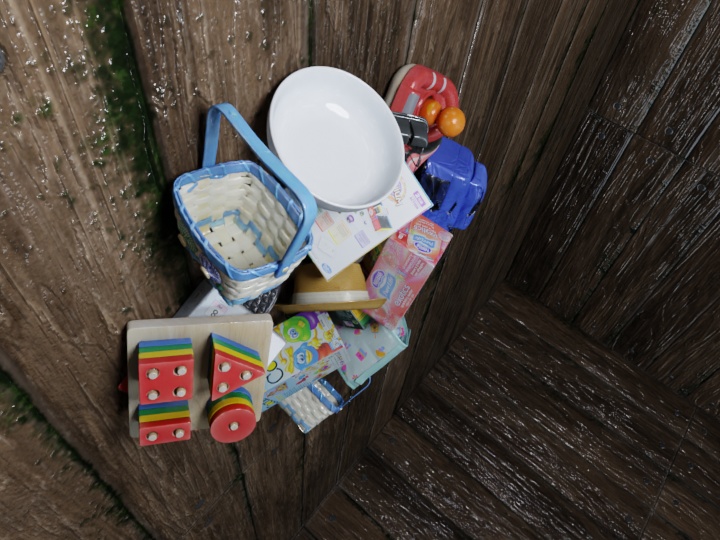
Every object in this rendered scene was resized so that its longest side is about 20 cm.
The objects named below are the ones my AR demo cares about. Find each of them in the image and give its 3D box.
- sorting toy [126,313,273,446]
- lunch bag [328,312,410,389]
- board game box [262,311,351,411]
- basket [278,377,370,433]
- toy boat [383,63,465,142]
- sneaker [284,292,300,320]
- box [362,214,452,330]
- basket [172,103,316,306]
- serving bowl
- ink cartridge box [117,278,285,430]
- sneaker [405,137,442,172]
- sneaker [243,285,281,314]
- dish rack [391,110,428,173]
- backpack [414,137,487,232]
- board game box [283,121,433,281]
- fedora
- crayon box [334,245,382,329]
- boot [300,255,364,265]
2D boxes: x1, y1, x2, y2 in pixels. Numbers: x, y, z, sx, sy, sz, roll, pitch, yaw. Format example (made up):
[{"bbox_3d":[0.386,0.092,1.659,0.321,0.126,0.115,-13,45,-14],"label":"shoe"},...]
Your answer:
[{"bbox_3d":[-0.227,0.168,0.792,0.195,0.070,0.203,-1,122,-23],"label":"sorting toy"},{"bbox_3d":[0.013,0.133,1.202,0.170,0.202,0.121,-40,137,20],"label":"lunch bag"},{"bbox_3d":[-0.131,0.163,1.045,0.198,0.104,0.105,-28,156,-7],"label":"board game box"},{"bbox_3d":[-0.098,0.252,1.278,0.200,0.177,0.139,-43,176,6],"label":"basket"},{"bbox_3d":[0.130,-0.283,0.995,0.199,0.130,0.132,-18,136,-59],"label":"toy boat"},{"bbox_3d":[-0.088,0.044,1.130,0.090,0.067,0.200,-49,173,34],"label":"sneaker"},{"bbox_3d":[0.075,0.002,1.018,0.103,0.094,0.201,-53,172,-43],"label":"box"},{"bbox_3d":[-0.133,-0.065,0.651,0.138,0.177,0.201,-24,154,-42],"label":"basket"},{"bbox_3d":[-0.039,-0.167,0.746,0.200,0.201,0.066,-41,-173,-34],"label":"serving bowl"},{"bbox_3d":[-0.232,0.139,0.835,0.163,0.057,0.201,44,76,-36],"label":"ink cartridge box"},{"bbox_3d":[0.084,-0.221,1.114,0.200,0.074,0.087,-43,171,-23],"label":"sneaker"},{"bbox_3d":[-0.209,0.083,0.924,0.201,0.071,0.083,-52,-176,-7],"label":"sneaker"},{"bbox_3d":[0.020,-0.168,0.929,0.150,0.055,0.202,6,136,-16],"label":"dish rack"},{"bbox_3d":[0.177,-0.160,1.227,0.202,0.166,0.163,-65,176,38],"label":"backpack"},{"bbox_3d":[-0.013,-0.104,0.836,0.198,0.154,0.040,-34,-173,3],"label":"board game box"},{"bbox_3d":[-0.052,0.028,0.933,0.200,0.197,0.084,6,81,-68],"label":"fedora"},{"bbox_3d":[0.000,0.000,1.123,0.127,0.050,0.203,55,48,-48],"label":"crayon box"},{"bbox_3d":[-0.023,-0.085,0.920,0.197,0.070,0.174,-1,148,-37],"label":"boot"}]
